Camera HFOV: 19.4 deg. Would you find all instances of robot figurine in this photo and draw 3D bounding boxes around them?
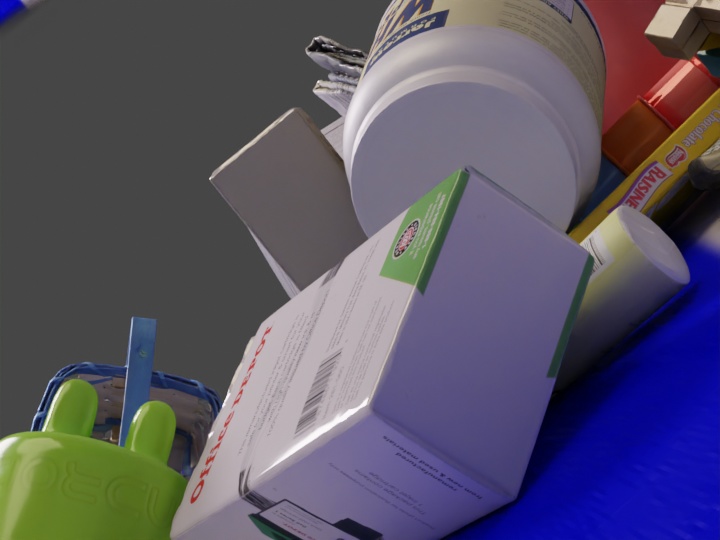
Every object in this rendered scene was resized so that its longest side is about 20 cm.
[{"bbox_3d":[-0.149,0.160,1.065,0.116,0.175,0.200,122,162,-65],"label":"robot figurine"}]

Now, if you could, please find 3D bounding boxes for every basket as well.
[{"bbox_3d":[-0.161,0.144,1.430,0.200,0.139,0.177,120,158,-64],"label":"basket"}]

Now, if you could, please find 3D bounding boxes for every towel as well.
[{"bbox_3d":[0.049,-0.083,1.491,0.035,0.200,0.193,-47,23,-5],"label":"towel"}]

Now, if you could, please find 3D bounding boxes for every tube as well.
[{"bbox_3d":[0.078,0.051,1.055,0.200,0.052,0.058,-44,-31,21],"label":"tube"}]

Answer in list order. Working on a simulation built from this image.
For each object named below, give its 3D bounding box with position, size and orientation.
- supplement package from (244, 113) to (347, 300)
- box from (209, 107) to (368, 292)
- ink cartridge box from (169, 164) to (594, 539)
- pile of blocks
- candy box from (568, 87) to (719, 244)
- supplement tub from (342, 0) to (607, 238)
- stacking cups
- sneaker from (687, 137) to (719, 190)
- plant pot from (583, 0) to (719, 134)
[{"bbox_3d":[0.007,-0.011,1.408,0.114,0.110,0.200,-33,26,-5],"label":"supplement package"},{"bbox_3d":[0.000,0.000,1.252,0.068,0.200,0.082,-39,3,4],"label":"box"},{"bbox_3d":[0.007,0.063,1.004,0.200,0.084,0.146,-38,24,52],"label":"ink cartridge box"},{"bbox_3d":[0.261,-0.147,1.247,0.200,0.082,0.062,-20,24,-33],"label":"pile of blocks"},{"bbox_3d":[0.164,-0.038,1.198,0.200,0.026,0.102,-42,-12,-30],"label":"candy box"},{"bbox_3d":[0.067,-0.087,1.209,0.145,0.145,0.200,-39,14,23],"label":"supplement tub"},{"bbox_3d":[0.143,-0.049,1.286,0.200,0.060,0.061,-48,2,8],"label":"stacking cups"},{"bbox_3d":[0.232,-0.119,1.160,0.200,0.089,0.077,-43,4,-28],"label":"sneaker"},{"bbox_3d":[0.196,-0.161,1.395,0.200,0.177,0.200,-40,3,3],"label":"plant pot"}]
